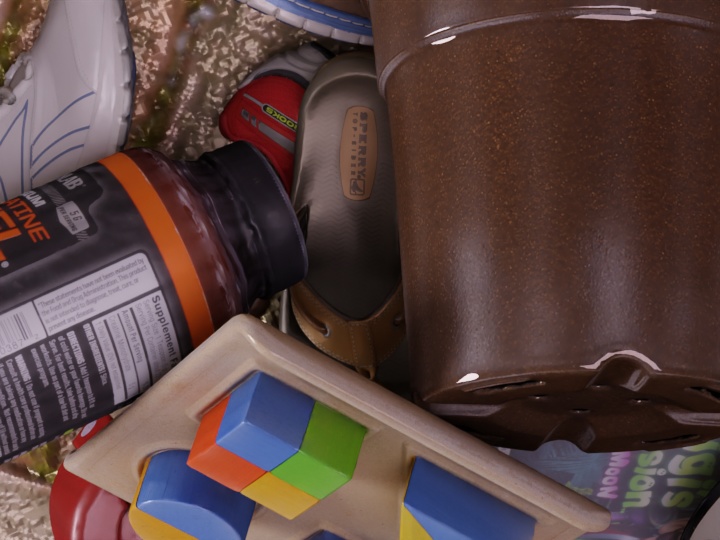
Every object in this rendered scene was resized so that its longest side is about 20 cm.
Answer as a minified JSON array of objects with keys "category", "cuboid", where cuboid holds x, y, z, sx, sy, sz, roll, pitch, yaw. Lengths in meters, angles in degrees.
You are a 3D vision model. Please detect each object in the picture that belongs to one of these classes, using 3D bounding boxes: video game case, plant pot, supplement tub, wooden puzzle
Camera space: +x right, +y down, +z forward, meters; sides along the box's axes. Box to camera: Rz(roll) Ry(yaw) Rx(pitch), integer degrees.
[{"category":"video game case","cuboid":[0.138,0.102,1.282,0.182,0.023,0.200,0,141,-8]},{"category":"plant pot","cuboid":[0.097,-0.032,1.134,0.200,0.200,0.198,4,74,-12]},{"category":"supplement tub","cuboid":[-0.126,0.012,1.173,0.200,0.107,0.107,-25,110,-16]},{"category":"wooden puzzle","cuboid":[-0.018,0.105,1.153,0.185,0.200,0.046,29,58,-17]}]

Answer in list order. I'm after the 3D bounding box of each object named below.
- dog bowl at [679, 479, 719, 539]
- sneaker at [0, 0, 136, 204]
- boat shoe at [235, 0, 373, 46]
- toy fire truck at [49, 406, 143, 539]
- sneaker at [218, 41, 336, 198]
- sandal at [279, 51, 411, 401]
[{"category":"dog bowl","cuboid":[0.255,0.128,1.269,0.200,0.074,0.200,-20,146,-14]},{"category":"sneaker","cuboid":[-0.155,-0.054,1.243,0.087,0.075,0.200,11,104,-9]},{"category":"boat shoe","cuboid":[-0.057,-0.166,1.225,0.200,0.072,0.072,22,100,-16]},{"category":"toy fire truck","cuboid":[-0.096,0.164,1.307,0.176,0.129,0.200,42,85,-19]},{"category":"sneaker","cuboid":[0.001,-0.014,1.290,0.085,0.077,0.200,-32,100,6]},{"category":"sandal","cuboid":[0.000,0.000,1.228,0.080,0.054,0.200,0,104,3]}]
